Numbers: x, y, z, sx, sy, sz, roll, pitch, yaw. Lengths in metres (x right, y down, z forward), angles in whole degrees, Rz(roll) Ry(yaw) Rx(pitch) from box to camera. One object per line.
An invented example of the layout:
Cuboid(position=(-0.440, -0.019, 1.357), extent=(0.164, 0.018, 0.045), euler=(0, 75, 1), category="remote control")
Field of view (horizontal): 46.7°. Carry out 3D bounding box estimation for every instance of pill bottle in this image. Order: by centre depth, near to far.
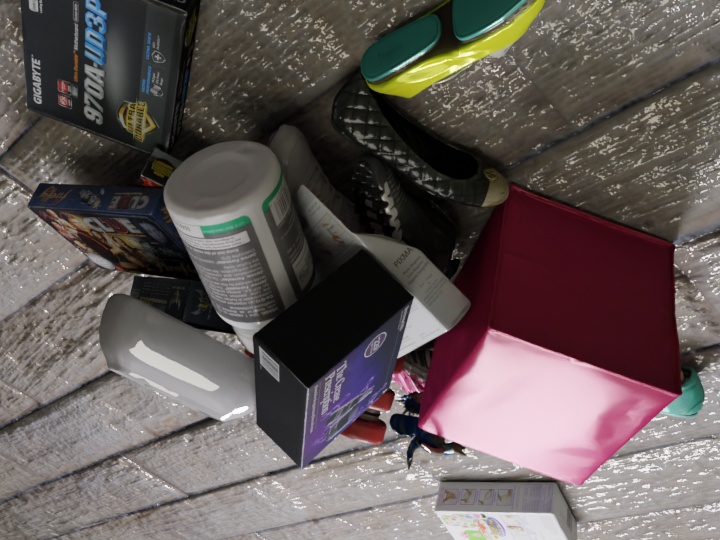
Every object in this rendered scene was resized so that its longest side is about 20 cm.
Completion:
Cuboid(position=(-0.107, -0.016, 0.820), extent=(0.112, 0.114, 0.201), euler=(1, 134, 19), category="pill bottle")

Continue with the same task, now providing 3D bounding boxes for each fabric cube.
Cuboid(position=(0.194, 0.069, 0.873), extent=(0.194, 0.201, 0.200), euler=(19, 139, -2), category="fabric cube")

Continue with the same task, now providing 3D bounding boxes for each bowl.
Cuboid(position=(-0.201, 0.104, 0.927), extent=(0.198, 0.075, 0.200), euler=(30, 164, -19), category="bowl")

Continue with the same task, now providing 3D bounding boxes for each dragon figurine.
Cuboid(position=(0.071, 0.190, 0.970), extent=(0.098, 0.200, 0.059), euler=(-19, 99, 20), category="dragon figurine")

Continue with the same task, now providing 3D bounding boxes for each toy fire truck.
Cuboid(position=(-0.048, 0.129, 1.028), extent=(0.166, 0.114, 0.200), euler=(15, -179, -21), category="toy fire truck")

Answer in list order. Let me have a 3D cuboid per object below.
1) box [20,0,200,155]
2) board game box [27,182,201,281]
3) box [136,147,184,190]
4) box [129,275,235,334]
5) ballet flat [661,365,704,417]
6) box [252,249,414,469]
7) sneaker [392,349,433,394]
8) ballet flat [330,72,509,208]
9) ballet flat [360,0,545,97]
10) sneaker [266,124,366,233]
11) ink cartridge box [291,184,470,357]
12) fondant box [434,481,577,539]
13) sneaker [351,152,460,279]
Cuboid(position=(-0.247, -0.214, 0.817), extent=(0.157, 0.046, 0.201), euler=(20, 142, -6), category="box")
Cuboid(position=(-0.261, -0.043, 0.942), extent=(0.198, 0.035, 0.136), euler=(6, 150, 32), category="board game box")
Cuboid(position=(-0.194, -0.053, 0.957), extent=(0.136, 0.040, 0.200), euler=(27, 155, -11), category="box")
Cuboid(position=(-0.174, 0.047, 0.998), extent=(0.156, 0.052, 0.199), euler=(16, 172, -33), category="box")
Cuboid(position=(0.316, 0.135, 1.024), extent=(0.198, 0.067, 0.071), euler=(1, 114, 19), category="ballet flat")
Cuboid(position=(-0.031, 0.094, 0.834), extent=(0.079, 0.141, 0.201), euler=(39, 152, 18), category="box")
Cuboid(position=(0.114, 0.126, 1.071), extent=(0.199, 0.088, 0.074), euler=(15, 146, 41), category="sneaker")
Cuboid(position=(0.063, -0.119, 0.805), extent=(0.198, 0.067, 0.057), euler=(26, 129, -14), category="ballet flat")
Cuboid(position=(0.088, -0.200, 0.711), extent=(0.199, 0.068, 0.067), euler=(-20, 150, 40), category="ballet flat")
Cuboid(position=(-0.043, -0.078, 0.880), extent=(0.099, 0.075, 0.201), euler=(14, 152, 20), category="sneaker")
Cuboid(position=(0.000, 0.000, 0.871), extent=(0.200, 0.057, 0.162), euler=(49, 151, -1), category="ink cartridge box")
Cuboid(position=(0.239, 0.405, 1.363), extent=(0.198, 0.059, 0.145), euler=(-8, 135, 26), category="fondant box")
Cuboid(position=(0.054, -0.051, 0.882), extent=(0.066, 0.090, 0.201), euler=(27, 149, 49), category="sneaker")
